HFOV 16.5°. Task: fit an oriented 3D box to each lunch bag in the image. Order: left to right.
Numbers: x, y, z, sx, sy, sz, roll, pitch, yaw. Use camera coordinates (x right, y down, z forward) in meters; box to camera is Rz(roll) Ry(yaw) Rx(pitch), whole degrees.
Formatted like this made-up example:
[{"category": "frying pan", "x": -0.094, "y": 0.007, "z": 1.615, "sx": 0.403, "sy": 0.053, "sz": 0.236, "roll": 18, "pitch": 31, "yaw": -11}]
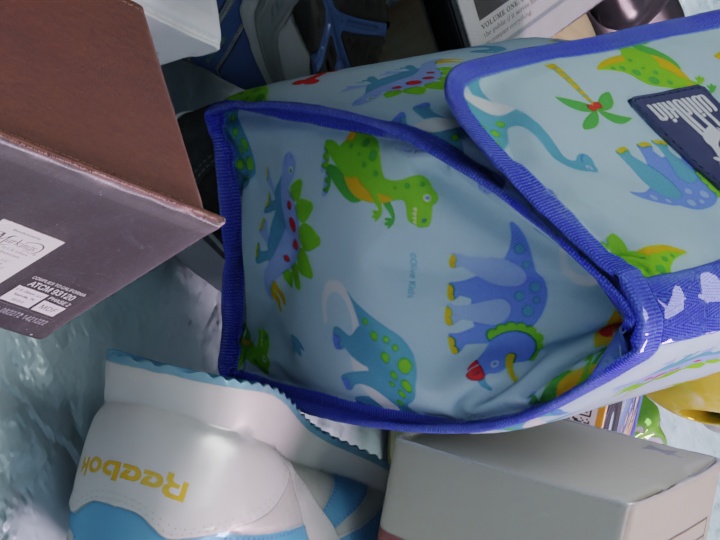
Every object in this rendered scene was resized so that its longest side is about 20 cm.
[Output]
[{"category": "lunch bag", "x": 0.074, "y": -0.013, "z": 0.797, "sx": 0.170, "sy": 0.200, "sz": 0.128, "roll": -14, "pitch": 109, "yaw": -39}]

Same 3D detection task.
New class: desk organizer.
[{"category": "desk organizer", "x": -0.130, "y": -0.050, "z": 0.644, "sx": 0.200, "sy": 0.072, "sz": 0.077, "roll": 22, "pitch": 44, "yaw": -54}]

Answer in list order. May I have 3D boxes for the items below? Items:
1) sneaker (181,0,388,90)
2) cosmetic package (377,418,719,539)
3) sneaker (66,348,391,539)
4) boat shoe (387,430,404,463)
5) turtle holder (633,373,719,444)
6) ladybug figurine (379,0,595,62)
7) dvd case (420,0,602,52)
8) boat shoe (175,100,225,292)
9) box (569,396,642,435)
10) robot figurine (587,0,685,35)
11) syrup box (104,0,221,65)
[{"category": "sneaker", "x": -0.042, "y": -0.138, "z": 0.840, "sx": 0.076, "sy": 0.077, "sz": 0.200, "roll": -52, "pitch": 149, "yaw": -45}, {"category": "cosmetic package", "x": 0.049, "y": 0.154, "z": 0.832, "sx": 0.103, "sy": 0.087, "sz": 0.200, "roll": -6, "pitch": 109, "yaw": -65}, {"category": "sneaker", "x": -0.037, "y": 0.087, "z": 0.812, "sx": 0.200, "sy": 0.076, "sz": 0.081, "roll": 35, "pitch": 68, "yaw": -60}, {"category": "boat shoe", "x": 0.055, "y": 0.134, "z": 0.973, "sx": 0.073, "sy": 0.063, "sz": 0.201, "roll": 36, "pitch": 45, "yaw": -54}, {"category": "turtle holder", "x": 0.176, "y": 0.015, "z": 1.205, "sx": 0.132, "sy": 0.141, "sz": 0.186, "roll": 66, "pitch": 25, "yaw": -22}, {"category": "ladybug figurine", "x": 0.044, "y": -0.057, "z": 1.020, "sx": 0.200, "sy": 0.072, "sz": 0.136, "roll": 26, "pitch": 81, "yaw": -66}, {"category": "dvd case", "x": 0.059, "y": -0.189, "z": 0.904, "sx": 0.150, "sy": 0.025, "sz": 0.200, "roll": -37, "pitch": 122, "yaw": -31}, {"category": "boat shoe", "x": 0.000, "y": 0.000, "z": 0.907, "sx": 0.200, "sy": 0.057, "sz": 0.069, "roll": 35, "pitch": 44, "yaw": -42}, {"category": "box", "x": 0.104, "y": 0.018, "z": 1.057, "sx": 0.119, "sy": 0.041, "sz": 0.200, "roll": -52, "pitch": 156, "yaw": -60}, {"category": "robot figurine", "x": 0.069, "y": -0.166, "z": 1.105, "sx": 0.200, "sy": 0.150, "sz": 0.125, "roll": 55, "pitch": 48, "yaw": -38}, {"category": "syrup box", "x": -0.106, "y": -0.161, "z": 0.780, "sx": 0.081, "sy": 0.079, "sz": 0.200, "roll": 21, "pitch": 57, "yaw": -60}]
